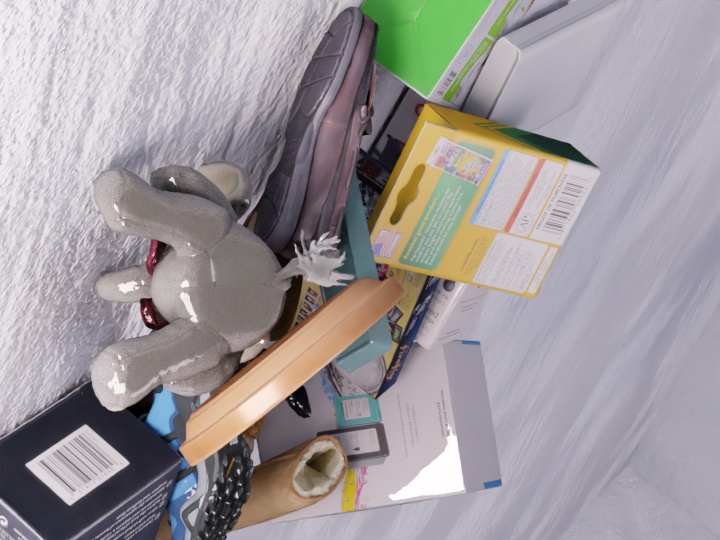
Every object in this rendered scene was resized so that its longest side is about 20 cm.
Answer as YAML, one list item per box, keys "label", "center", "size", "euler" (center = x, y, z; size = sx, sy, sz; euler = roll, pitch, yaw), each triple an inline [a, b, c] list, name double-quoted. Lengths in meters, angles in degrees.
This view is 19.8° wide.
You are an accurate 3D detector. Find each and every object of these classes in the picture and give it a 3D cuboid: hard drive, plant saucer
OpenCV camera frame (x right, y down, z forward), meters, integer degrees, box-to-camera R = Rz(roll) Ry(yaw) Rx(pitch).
- label: "hard drive"
  center: [0.152, -0.166, 1.749]
  size: [0.199, 0.027, 0.133]
  euler: [-30, 153, -49]
- label: "plant saucer"
  center: [-0.018, -0.025, 1.619]
  size: [0.019, 0.202, 0.070]
  euler: [-2, 163, -32]
- label: "plant saucer"
  center: [-0.054, 0.067, 1.497]
  size: [0.200, 0.032, 0.200]
  euler: [-40, -179, 1]

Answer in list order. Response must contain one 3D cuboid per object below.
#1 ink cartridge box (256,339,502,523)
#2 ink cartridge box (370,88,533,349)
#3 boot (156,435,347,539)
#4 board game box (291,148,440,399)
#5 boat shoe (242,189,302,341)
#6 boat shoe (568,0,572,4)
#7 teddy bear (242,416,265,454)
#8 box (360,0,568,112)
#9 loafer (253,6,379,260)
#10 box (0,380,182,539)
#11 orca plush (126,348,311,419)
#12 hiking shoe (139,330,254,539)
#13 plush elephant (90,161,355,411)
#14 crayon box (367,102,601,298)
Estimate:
- label: "ink cartridge box"
  center: [0.015, 0.154, 1.987]
  size: [0.198, 0.148, 0.147]
  euler: [-11, 174, 18]
- label: "ink cartridge box"
  center: [0.070, -0.055, 1.875]
  size: [0.201, 0.144, 0.084]
  euler: [-60, 162, 20]
- label: "boot"
  center: [-0.129, 0.221, 1.865]
  size: [0.199, 0.067, 0.175]
  euler: [-22, -166, 32]
- label: "board game box"
  center: [0.000, 0.000, 1.813]
  size: [0.035, 0.135, 0.201]
  euler: [-36, 157, -44]
- label: "boat shoe"
  center: [-0.077, -0.019, 1.655]
  size: [0.072, 0.072, 0.201]
  euler: [-18, -140, 35]
- label: "boat shoe"
  center: [0.140, -0.210, 1.892]
  size: [0.060, 0.074, 0.200]
  euler: [-50, 172, -26]
- label: "teddy bear"
  center: [-0.133, 0.131, 1.832]
  size: [0.145, 0.067, 0.201]
  euler: [-43, 160, -23]
- label: "box"
  center: [0.101, -0.234, 1.685]
  size: [0.201, 0.096, 0.176]
  euler: [-56, 164, 9]
- label: "loafer"
  center: [-0.022, -0.100, 1.582]
  size: [0.072, 0.063, 0.202]
  euler: [-1, -113, 64]
- label: "box"
  center: [-0.244, 0.213, 1.622]
  size: [0.148, 0.107, 0.201]
  euler: [-34, 154, -45]
- label: "orca plush"
  center: [-0.111, 0.102, 1.711]
  size: [0.199, 0.071, 0.106]
  euler: [17, 87, -42]
- label: "hiking shoe"
  center: [-0.135, 0.143, 1.649]
  size: [0.074, 0.086, 0.202]
  euler: [-31, 138, -51]
- label: "plush elephant"
  center: [-0.123, 0.005, 1.504]
  size: [0.198, 0.167, 0.155]
  euler: [-7, -178, -25]
- label: "crayon box"
  center: [0.087, -0.058, 1.672]
  size: [0.199, 0.052, 0.127]
  euler: [12, 113, -40]
